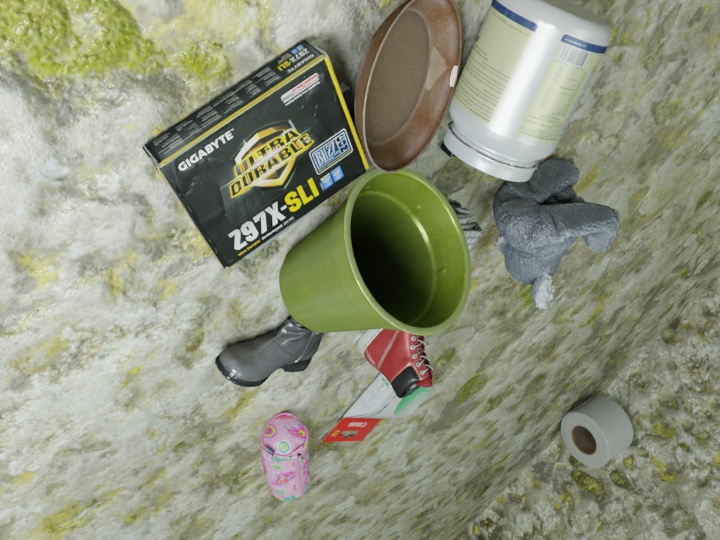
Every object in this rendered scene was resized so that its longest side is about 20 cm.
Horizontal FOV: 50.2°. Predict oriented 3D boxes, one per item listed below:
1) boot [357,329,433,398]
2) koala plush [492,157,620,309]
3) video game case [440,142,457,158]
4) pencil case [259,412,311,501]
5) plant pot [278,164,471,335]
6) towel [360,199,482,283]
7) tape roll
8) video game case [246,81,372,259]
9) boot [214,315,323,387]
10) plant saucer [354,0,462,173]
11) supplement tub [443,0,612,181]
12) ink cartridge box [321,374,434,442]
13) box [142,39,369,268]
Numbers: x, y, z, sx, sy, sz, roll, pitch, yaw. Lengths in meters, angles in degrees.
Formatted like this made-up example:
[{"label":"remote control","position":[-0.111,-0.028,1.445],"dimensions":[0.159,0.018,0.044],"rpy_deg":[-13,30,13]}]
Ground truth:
[{"label":"boot","position":[0.099,0.107,1.264],"dimensions":[0.072,0.144,0.201],"rpy_deg":[13,119,-53]},{"label":"koala plush","position":[0.292,-0.050,1.279],"dimensions":[0.182,0.178,0.201],"rpy_deg":[-17,144,-18]},{"label":"video game case","position":[0.220,-0.236,1.077],"dimensions":[0.180,0.026,0.201],"rpy_deg":[1,128,-50]},{"label":"pencil case","position":[-0.129,0.331,1.349],"dimensions":[0.087,0.088,0.201],"rpy_deg":[-28,148,-23]},{"label":"plant pot","position":[0.000,0.000,0.943],"dimensions":[0.199,0.202,0.189],"rpy_deg":[-9,171,-43]},{"label":"towel","position":[0.065,-0.024,1.117],"dimensions":[0.199,0.086,0.166],"rpy_deg":[-6,133,-44]},{"label":"tape roll","position":[0.805,0.550,2.626],"dimensions":[0.138,0.203,0.204],"rpy_deg":[-22,145,-31]},{"label":"video game case","position":[-0.079,-0.111,0.893],"dimensions":[0.199,0.018,0.143],"rpy_deg":[-38,150,-7]},{"label":"boot","position":[-0.106,0.085,1.072],"dimensions":[0.132,0.070,0.200],"rpy_deg":[-53,161,24]},{"label":"plant saucer","position":[0.048,-0.209,0.850],"dimensions":[0.200,0.036,0.202],"rpy_deg":[-41,144,-39]},{"label":"supplement tub","position":[0.193,-0.224,0.922],"dimensions":[0.144,0.145,0.201],"rpy_deg":[-8,131,-44]},{"label":"ink cartridge box","position":[0.037,0.283,1.521],"dimensions":[0.200,0.050,0.161],"rpy_deg":[-52,149,12]},{"label":"box","position":[-0.100,-0.116,0.802],"dimensions":[0.199,0.049,0.160],"rpy_deg":[-36,141,-10]}]
